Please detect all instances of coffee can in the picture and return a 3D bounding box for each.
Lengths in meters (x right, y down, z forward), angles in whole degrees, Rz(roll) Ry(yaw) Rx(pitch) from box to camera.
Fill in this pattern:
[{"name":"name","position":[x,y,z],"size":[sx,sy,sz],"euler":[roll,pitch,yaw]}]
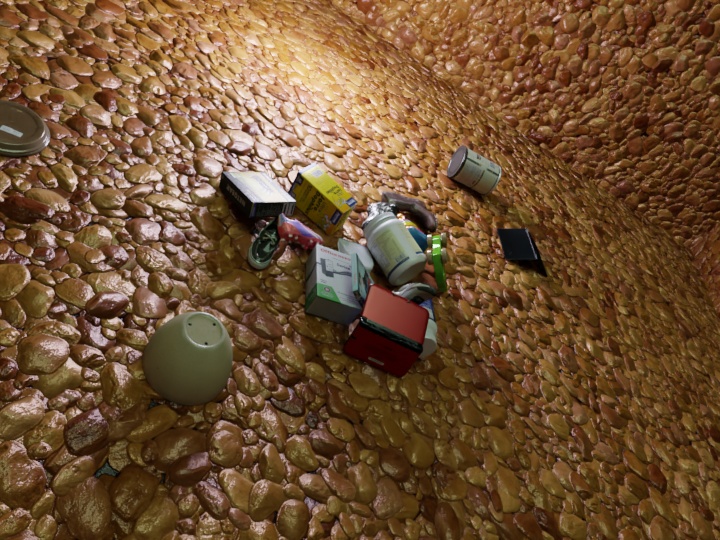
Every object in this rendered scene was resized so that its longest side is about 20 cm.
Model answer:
[{"name":"coffee can","position":[0.501,-0.439,2.548],"size":[0.196,0.147,0.148],"euler":[24,39,-17]}]

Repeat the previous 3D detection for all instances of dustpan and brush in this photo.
[{"name":"dustpan and brush","position":[0.000,0.000,1.793],"size":[0.138,0.057,0.202],"euler":[16,34,-44]}]

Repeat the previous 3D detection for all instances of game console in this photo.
[{"name":"game console","position":[0.072,0.168,1.588],"size":[0.196,0.174,0.120],"euler":[25,30,-13]}]

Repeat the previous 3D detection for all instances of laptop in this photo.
[{"name":"laptop","position":[0.684,-0.077,2.438],"size":[0.200,0.114,0.190],"euler":[47,28,-37]}]

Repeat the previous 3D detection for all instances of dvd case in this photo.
[{"name":"dvd case","position":[0.021,0.068,1.663],"size":[0.148,0.022,0.202],"euler":[-92,158,-45]}]

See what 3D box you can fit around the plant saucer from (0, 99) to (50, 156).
[{"name":"plant saucer","position":[-0.898,-0.369,1.467],"size":[0.196,0.030,0.203],"euler":[23,41,-20]}]

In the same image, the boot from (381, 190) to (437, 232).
[{"name":"boot","position":[0.176,-0.220,2.136],"size":[0.196,0.065,0.188],"euler":[13,31,-33]}]

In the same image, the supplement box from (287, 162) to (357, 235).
[{"name":"supplement box","position":[-0.126,-0.232,1.873],"size":[0.199,0.109,0.109],"euler":[41,38,5]}]

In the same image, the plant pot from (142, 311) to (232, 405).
[{"name":"plant pot","position":[-0.362,0.169,1.262],"size":[0.196,0.135,0.203],"euler":[21,40,-19]}]

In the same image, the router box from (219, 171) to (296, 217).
[{"name":"router box","position":[-0.309,-0.230,1.727],"size":[0.155,0.053,0.200],"euler":[-7,38,-42]}]

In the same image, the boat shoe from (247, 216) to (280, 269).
[{"name":"boat shoe","position":[-0.268,-0.086,1.650],"size":[0.070,0.064,0.202],"euler":[28,39,-11]}]

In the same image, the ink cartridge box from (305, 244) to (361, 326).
[{"name":"ink cartridge box","position":[-0.081,0.039,1.656],"size":[0.144,0.084,0.203],"euler":[18,42,-23]}]

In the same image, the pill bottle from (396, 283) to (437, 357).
[{"name":"pill bottle","position":[0.167,0.148,1.716],"size":[0.113,0.116,0.203],"euler":[18,43,-23]}]

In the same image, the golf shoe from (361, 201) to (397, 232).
[{"name":"golf shoe","position":[0.048,-0.183,2.006],"size":[0.093,0.079,0.199],"euler":[25,36,25]}]

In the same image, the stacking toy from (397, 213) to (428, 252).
[{"name":"stacking toy","position":[0.158,-0.139,2.025],"size":[0.115,0.110,0.202],"euler":[29,26,-32]}]

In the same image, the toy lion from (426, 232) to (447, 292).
[{"name":"toy lion","position":[0.263,-0.011,1.908],"size":[0.067,0.196,0.201],"euler":[-6,25,11]}]

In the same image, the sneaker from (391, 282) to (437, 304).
[{"name":"sneaker","position":[0.136,0.092,1.651],"size":[0.073,0.197,0.081],"euler":[33,47,-40]}]

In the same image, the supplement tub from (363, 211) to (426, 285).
[{"name":"supplement tub","position":[0.108,-0.071,1.859],"size":[0.143,0.145,0.202],"euler":[-13,62,-44]}]

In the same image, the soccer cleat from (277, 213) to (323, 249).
[{"name":"soccer cleat","position":[-0.175,-0.113,1.705],"size":[0.198,0.065,0.079],"euler":[13,62,-59]}]
